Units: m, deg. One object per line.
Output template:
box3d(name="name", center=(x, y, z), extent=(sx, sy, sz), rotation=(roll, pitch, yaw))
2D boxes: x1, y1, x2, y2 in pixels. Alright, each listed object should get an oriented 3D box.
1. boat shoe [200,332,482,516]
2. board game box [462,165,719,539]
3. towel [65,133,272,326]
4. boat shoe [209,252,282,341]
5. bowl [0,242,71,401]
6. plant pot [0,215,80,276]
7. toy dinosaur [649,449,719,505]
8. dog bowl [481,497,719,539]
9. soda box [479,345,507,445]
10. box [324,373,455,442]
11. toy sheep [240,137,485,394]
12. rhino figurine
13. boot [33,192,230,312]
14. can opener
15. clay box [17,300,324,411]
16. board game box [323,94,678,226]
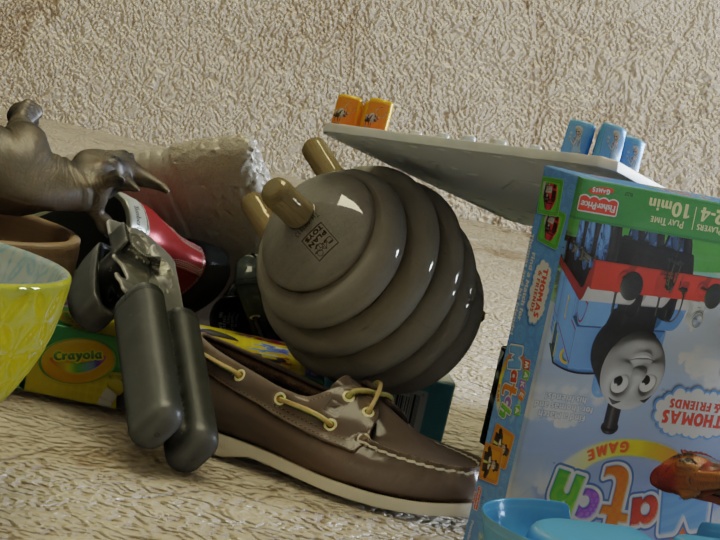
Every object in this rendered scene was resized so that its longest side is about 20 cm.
box3d(name="boat shoe", center=(-0.017, 0.085, 1.244), extent=(0.199, 0.060, 0.072), rotation=(15, 7, 27))
box3d(name="board game box", center=(0.139, 0.058, 1.145), extent=(0.150, 0.201, 0.037), rotation=(8, 9, -32))
box3d(name="towel", center=(-0.110, -0.023, 1.531), extent=(0.132, 0.035, 0.200), rotation=(-7, -36, 10))
box3d(name="boat shoe", center=(-0.065, 0.029, 1.476), extent=(0.066, 0.075, 0.199), rotation=(-5, -10, -10))
box3d(name="bowl", center=(-0.241, 0.035, 1.041), extent=(0.199, 0.108, 0.200), rotation=(13, 6, -1))
box3d(name="plant pot", center=(-0.269, 0.006, 1.324), extent=(0.199, 0.093, 0.201), rotation=(12, 7, -1))
box3d(name="toy dinosaur", center=(0.236, 0.124, 1.132), extent=(0.180, 0.201, 0.105), rotation=(-10, 17, -6))
box3d(name="dog bowl", center=(0.145, 0.149, 1.038), extent=(0.199, 0.050, 0.111), rotation=(9, 7, -21))
box3d(name="soda box", center=(0.176, 0.094, 1.481), extent=(0.199, 0.071, 0.063), rotation=(7, 9, -38))
box3d(name="box", center=(0.007, 0.070, 1.472), extent=(0.082, 0.050, 0.200), rotation=(12, 6, -5))
box3d(name="toy sheep", center=(0.000, 0.000, 1.293), extent=(0.137, 0.139, 0.200), rotation=(18, -12, 44))
box3d(name="rhino figurine", center=(-0.212, -0.064, 1.351), extent=(0.199, 0.060, 0.088), rotation=(12, 25, -13))
box3d(name="boot", center=(-0.192, 0.006, 1.489), extent=(0.199, 0.073, 0.144), rotation=(-9, -19, 27))
box3d(name="can opener", center=(-0.124, 0.044, 1.254), extent=(0.053, 0.067, 0.201), rotation=(37, 22, -31))
box3d(name="clay box", center=(-0.124, 0.056, 1.358), extent=(0.199, 0.048, 0.115), rotation=(13, 6, -5))
box3d(name="board game box", center=(0.112, -0.051, 1.262), extent=(0.199, 0.026, 0.199), rotation=(10, -8, 41))
